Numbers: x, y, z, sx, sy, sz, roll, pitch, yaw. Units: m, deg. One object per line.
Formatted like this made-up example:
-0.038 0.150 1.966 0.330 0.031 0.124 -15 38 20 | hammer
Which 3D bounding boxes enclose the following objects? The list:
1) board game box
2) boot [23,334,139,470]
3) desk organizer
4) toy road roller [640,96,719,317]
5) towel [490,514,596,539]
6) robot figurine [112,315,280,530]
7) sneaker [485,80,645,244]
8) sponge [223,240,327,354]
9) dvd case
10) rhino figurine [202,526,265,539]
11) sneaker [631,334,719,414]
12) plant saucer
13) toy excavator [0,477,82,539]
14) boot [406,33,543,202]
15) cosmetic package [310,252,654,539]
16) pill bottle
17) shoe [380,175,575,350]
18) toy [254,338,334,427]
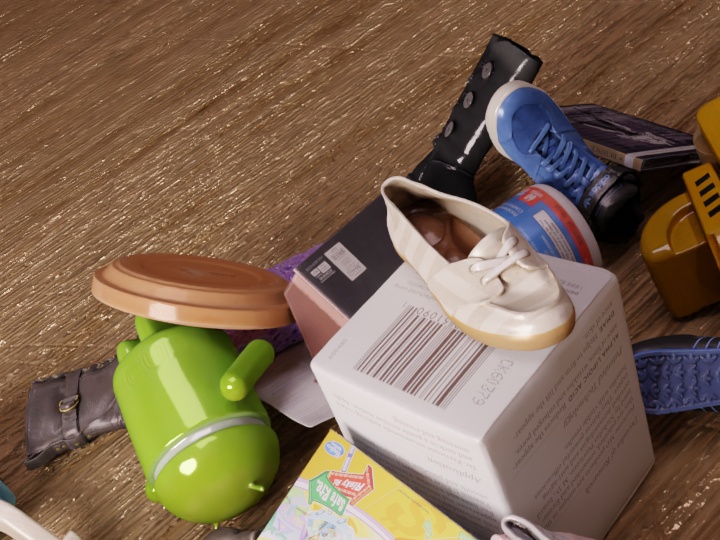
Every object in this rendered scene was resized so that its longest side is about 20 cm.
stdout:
0.013 0.212 0.678 0.199 0.034 0.135 29 81 42 | board game box
-0.265 0.104 1.070 0.171 0.070 0.202 -14 39 10 | boot
0.000 0.000 0.982 0.072 0.077 0.200 41 41 5 | desk organizer
0.320 -0.046 0.919 0.144 0.123 0.202 -23 36 18 | toy road roller
0.197 0.213 0.615 0.199 0.190 0.033 28 91 45 | towel
-0.143 0.128 0.897 0.176 0.115 0.201 -51 54 31 | robot figurine
0.203 -0.097 0.977 0.077 0.200 0.111 -47 40 -3 | sneaker
-0.079 0.033 1.060 0.198 0.030 0.111 -26 35 -27 | sponge
0.269 -0.144 1.095 0.147 0.016 0.199 -10 26 -35 | dvd case
-0.118 0.278 0.784 0.087 0.060 0.201 -19 32 38 | rhino figurine
0.297 0.080 0.813 0.196 0.071 0.078 3 8 7 | sneaker
-0.149 0.015 0.965 0.197 0.033 0.200 9 10 -2 | plant saucer
-0.350 0.216 0.935 0.199 0.195 0.100 -22 23 53 | toy excavator
0.132 -0.137 1.085 0.201 0.065 0.165 -55 34 14 | boot
0.098 0.107 0.769 0.163 0.202 0.165 19 54 42 | cosmetic package
0.113 0.017 0.947 0.198 0.113 0.112 -33 38 -13 | pill bottle
0.072 -0.009 0.711 0.069 0.054 0.200 -34 38 -13 | shoe
-0.039 0.109 0.954 0.114 0.048 0.199 -24 16 -25 | toy
